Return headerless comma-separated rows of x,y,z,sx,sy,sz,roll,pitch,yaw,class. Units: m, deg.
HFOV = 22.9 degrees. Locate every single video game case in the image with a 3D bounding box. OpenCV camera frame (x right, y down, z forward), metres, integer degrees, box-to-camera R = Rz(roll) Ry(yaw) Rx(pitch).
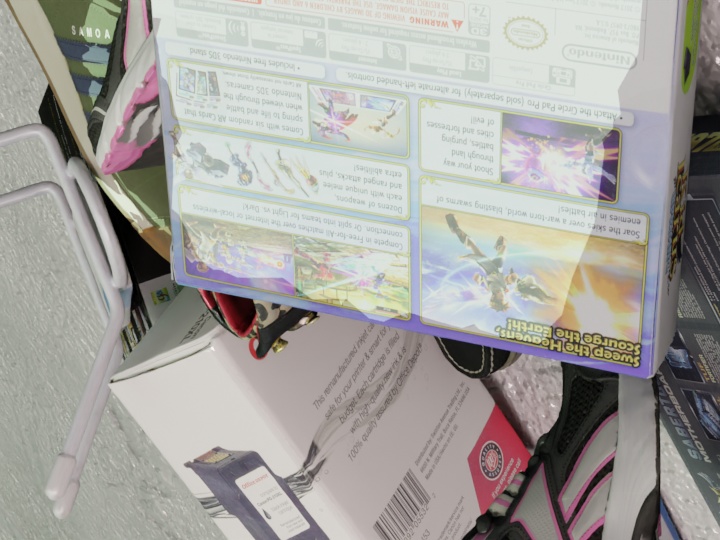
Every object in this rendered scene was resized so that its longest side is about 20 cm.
0.021,-0.065,0.647,0.199,0.045,0.182,11,122,20,video game case

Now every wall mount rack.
-0.149,0.026,0.894,0.200,0.074,0.175,121,129,-76,wall mount rack

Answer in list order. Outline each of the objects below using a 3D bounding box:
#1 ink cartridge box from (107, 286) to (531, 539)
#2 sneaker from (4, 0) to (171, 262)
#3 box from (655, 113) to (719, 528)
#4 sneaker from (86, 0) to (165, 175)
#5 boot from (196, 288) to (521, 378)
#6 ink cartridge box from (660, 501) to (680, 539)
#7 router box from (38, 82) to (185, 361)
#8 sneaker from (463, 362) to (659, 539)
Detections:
-0.014,0.078,0.912,0.084,0.145,0.201,-19,114,39,ink cartridge box
-0.093,-0.097,0.821,0.090,0.067,0.201,-33,87,41,sneaker
0.167,0.034,0.713,0.201,0.051,0.157,60,159,-13,box
-0.066,-0.131,0.743,0.087,0.080,0.200,55,130,29,sneaker
-0.001,-0.001,0.842,0.073,0.154,0.205,24,142,42,boot
0.103,0.185,0.988,0.199,0.076,0.137,1,122,57,ink cartridge box
-0.124,-0.021,1.010,0.149,0.051,0.201,156,96,-74,router box
0.074,0.107,0.694,0.086,0.201,0.081,1,134,9,sneaker
